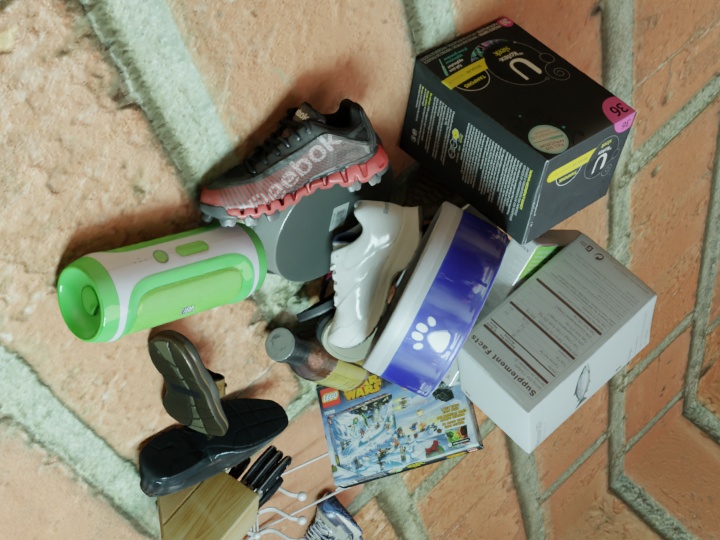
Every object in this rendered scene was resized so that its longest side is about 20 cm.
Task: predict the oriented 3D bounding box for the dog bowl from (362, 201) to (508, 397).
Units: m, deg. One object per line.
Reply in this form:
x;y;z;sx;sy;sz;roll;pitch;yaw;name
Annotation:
0.080;0.031;1.307;0.201;0.079;0.200;-64;180;1;dog bowl

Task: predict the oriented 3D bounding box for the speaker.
-0.186;0.009;1.163;0.200;0.088;0.089;-18;140;-45;speaker

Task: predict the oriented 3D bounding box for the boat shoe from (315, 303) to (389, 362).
-0.004;0.067;1.514;0.200;0.068;0.072;-1;122;-60;boat shoe

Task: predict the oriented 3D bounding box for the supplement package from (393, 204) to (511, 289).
0.124;0.009;1.513;0.114;0.110;0.200;-43;176;-9;supplement package

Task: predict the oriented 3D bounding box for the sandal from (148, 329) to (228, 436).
-0.183;0.120;1.344;0.055;0.081;0.200;-58;153;-32;sandal

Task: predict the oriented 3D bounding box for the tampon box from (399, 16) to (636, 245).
0.169;-0.156;1.337;0.150;0.200;0.127;-30;148;-32;tampon box

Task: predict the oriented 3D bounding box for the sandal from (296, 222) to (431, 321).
0.001;-0.007;1.443;0.200;0.045;0.075;-37;-173;-8;sandal

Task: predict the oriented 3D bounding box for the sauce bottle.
-0.053;0.106;1.507;0.066;0.066;0.200;-50;151;5;sauce bottle

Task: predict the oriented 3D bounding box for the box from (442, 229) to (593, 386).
0.178;0.041;1.406;0.144;0.036;0.200;-2;129;-53;box

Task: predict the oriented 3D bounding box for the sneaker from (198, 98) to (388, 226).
-0.071;-0.111;1.193;0.200;0.071;0.098;-21;120;-16;sneaker

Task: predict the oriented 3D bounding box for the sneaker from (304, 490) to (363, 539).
-0.047;0.417;1.912;0.085;0.077;0.200;-36;151;-13;sneaker

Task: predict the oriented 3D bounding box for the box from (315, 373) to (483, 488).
0.049;0.193;1.597;0.199;0.138;0.040;-18;157;14;box

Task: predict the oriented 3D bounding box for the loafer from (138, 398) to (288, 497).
-0.179;0.212;1.464;0.199;0.073;0.072;-17;150;-30;loafer

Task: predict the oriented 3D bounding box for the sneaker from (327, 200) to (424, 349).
0.000;0.000;1.354;0.075;0.087;0.201;-90;-159;-59;sneaker

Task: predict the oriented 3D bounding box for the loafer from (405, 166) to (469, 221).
0.137;-0.121;1.474;0.200;0.076;0.068;-40;146;-16;loafer

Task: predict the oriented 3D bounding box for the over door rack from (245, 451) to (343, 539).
-0.080;0.324;1.748;0.200;0.067;0.148;-33;150;-27;over door rack

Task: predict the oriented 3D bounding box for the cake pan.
-0.038;-0.067;1.331;0.200;0.037;0.201;-35;150;-24;cake pan

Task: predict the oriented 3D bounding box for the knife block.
-0.160;0.301;1.493;0.175;0.201;0.064;-5;138;-12;knife block

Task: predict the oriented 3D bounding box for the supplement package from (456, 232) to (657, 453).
0.215;0.080;1.344;0.200;0.117;0.117;-40;153;-14;supplement package
